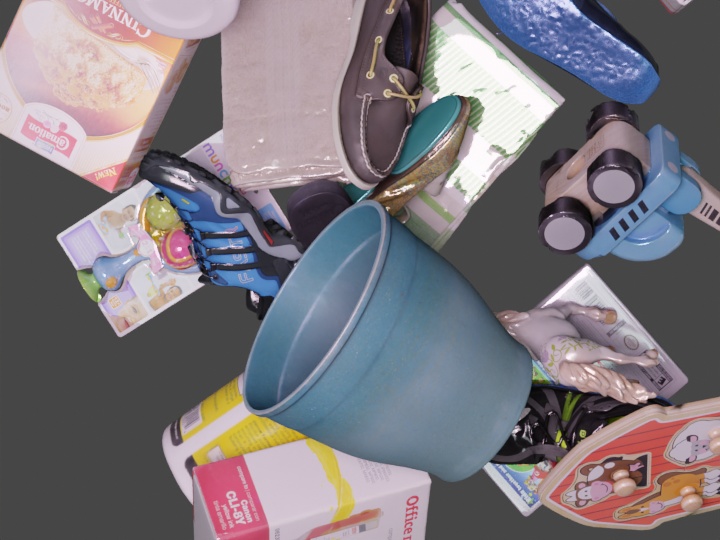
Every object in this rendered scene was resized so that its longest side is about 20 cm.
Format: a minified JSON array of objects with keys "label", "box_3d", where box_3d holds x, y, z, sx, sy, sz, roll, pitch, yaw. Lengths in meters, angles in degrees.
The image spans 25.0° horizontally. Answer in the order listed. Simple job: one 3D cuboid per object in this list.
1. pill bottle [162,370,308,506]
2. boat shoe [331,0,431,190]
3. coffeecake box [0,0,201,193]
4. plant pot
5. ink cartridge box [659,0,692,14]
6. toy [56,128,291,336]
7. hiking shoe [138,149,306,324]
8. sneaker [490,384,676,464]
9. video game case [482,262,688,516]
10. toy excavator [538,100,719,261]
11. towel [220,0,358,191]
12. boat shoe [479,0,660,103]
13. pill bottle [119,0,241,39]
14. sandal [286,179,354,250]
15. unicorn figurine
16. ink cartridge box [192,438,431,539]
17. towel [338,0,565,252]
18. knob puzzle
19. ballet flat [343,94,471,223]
[{"label":"pill bottle","box_3d":[-0.073,0.139,1.497,0.200,0.114,0.115,-35,91,11]},{"label":"boat shoe","box_3d":[0.023,-0.169,1.426,0.060,0.072,0.202,-15,59,40]},{"label":"coffeecake box","box_3d":[-0.245,-0.197,1.504,0.153,0.073,0.201,27,100,3]},{"label":"plant pot","box_3d":[0.034,0.075,1.351,0.187,0.200,0.201,32,101,-18]},{"label":"ink cartridge box","box_3d":[0.252,-0.297,1.356,0.083,0.200,0.146,-38,90,11]},{"label":"toy","box_3d":[-0.180,-0.033,1.526,0.199,0.047,0.116,-32,93,11]},{"label":"hiking shoe","box_3d":[-0.128,-0.029,1.468,0.200,0.074,0.087,38,89,-25]},{"label":"sneaker","box_3d":[0.191,0.142,1.457,0.198,0.083,0.071,-2,96,9]},{"label":"video game case","box_3d":[0.182,0.111,1.506,0.200,0.018,0.143,-42,90,10]},{"label":"toy excavator","box_3d":[0.281,-0.063,1.430,0.199,0.100,0.194,32,125,-19]},{"label":"towel","box_3d":[-0.060,-0.171,1.474,0.132,0.034,0.201,-4,75,8]},{"label":"boat shoe","box_3d":[0.177,-0.217,1.447,0.200,0.069,0.084,44,113,-4]},{"label":"pill bottle","box_3d":[-0.142,-0.309,1.421,0.110,0.111,0.201,5,56,8]},{"label":"sandal","box_3d":[-0.001,0.000,1.447,0.076,0.043,0.200,-32,131,17]},{"label":"unicorn figurine","box_3d":[0.172,0.067,1.437,0.137,0.200,0.074,4,92,-20]},{"label":"ink cartridge box","box_3d":[-0.044,0.223,1.449,0.199,0.084,0.146,-13,139,-15]},{"label":"towel","box_3d":[0.070,-0.130,1.493,0.152,0.023,0.200,42,102,3]},{"label":"knob puzzle","box_3d":[0.255,0.183,1.422,0.219,0.220,0.031,-20,52,10]},{"label":"ballet flat","box_3d":[0.035,-0.077,1.465,0.200,0.071,0.071,-41,90,14]}]
